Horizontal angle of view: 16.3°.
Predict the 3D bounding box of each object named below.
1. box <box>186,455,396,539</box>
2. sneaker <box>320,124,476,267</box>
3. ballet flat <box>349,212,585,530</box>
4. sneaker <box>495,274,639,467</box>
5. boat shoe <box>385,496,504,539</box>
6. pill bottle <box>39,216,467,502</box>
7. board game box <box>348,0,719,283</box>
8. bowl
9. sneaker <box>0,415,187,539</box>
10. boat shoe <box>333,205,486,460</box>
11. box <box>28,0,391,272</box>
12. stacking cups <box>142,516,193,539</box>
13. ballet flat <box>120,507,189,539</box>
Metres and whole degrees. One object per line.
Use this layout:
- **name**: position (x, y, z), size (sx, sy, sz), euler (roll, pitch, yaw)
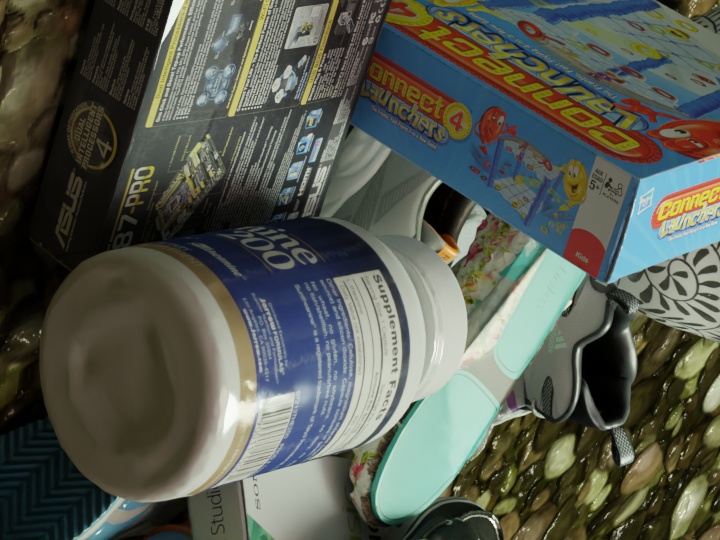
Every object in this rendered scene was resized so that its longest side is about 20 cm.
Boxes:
- **box**: position (-0.018, 0.165, 1.250), size (0.200, 0.036, 0.145), euler (17, 63, -60)
- **sneaker**: position (0.000, 0.000, 1.286), size (0.201, 0.079, 0.074), euler (-57, 150, 6)
- **ballet flat**: position (0.047, 0.047, 1.300), size (0.200, 0.064, 0.076), euler (-52, 133, -19)
- **sneaker**: position (0.101, 0.072, 1.429), size (0.078, 0.140, 0.201), euler (-27, 149, -38)
- **boat shoe**: position (0.038, 0.160, 1.262), size (0.200, 0.056, 0.069), euler (-28, 103, -64)
- **pill bottle**: position (-0.041, 0.034, 1.142), size (0.200, 0.111, 0.111), euler (-11, 128, -51)
- **board game box**: position (0.109, -0.083, 1.240), size (0.195, 0.200, 0.056), euler (-18, 133, -48)
- **bowl**: position (0.169, -0.052, 1.433), size (0.201, 0.094, 0.202), euler (-2, 90, -89)
- **sneaker**: position (-0.125, 0.104, 1.212), size (0.200, 0.076, 0.081), euler (-37, 147, -27)
- **boat shoe**: position (0.010, 0.045, 1.359), size (0.202, 0.065, 0.074), euler (-52, 150, -7)
- **box**: position (-0.056, -0.099, 1.136), size (0.161, 0.049, 0.201), euler (-17, 134, -50)
- **stacking cups**: position (-0.097, 0.146, 1.196), size (0.200, 0.060, 0.061), euler (-27, 142, -62)
- **ballet flat**: position (-0.137, 0.176, 1.233), size (0.200, 0.068, 0.076), euler (-57, 165, -46)
